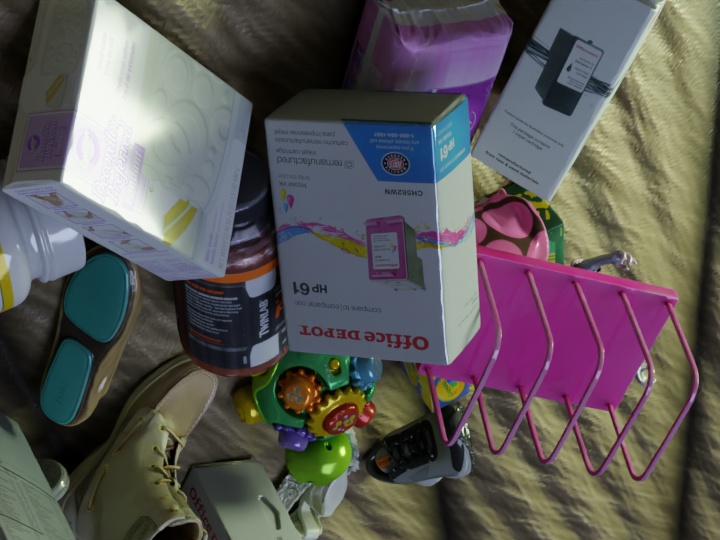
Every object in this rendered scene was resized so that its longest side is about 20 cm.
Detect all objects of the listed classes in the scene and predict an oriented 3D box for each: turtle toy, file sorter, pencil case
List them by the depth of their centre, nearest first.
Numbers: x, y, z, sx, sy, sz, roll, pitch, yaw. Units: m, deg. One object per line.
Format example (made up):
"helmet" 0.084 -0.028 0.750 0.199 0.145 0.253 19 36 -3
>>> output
"file sorter" 0.170 0.088 1.426 0.198 0.126 0.140 12 125 -17
"pencil case" 0.063 -0.018 1.468 0.198 0.095 0.091 -8 162 -30
"turtle toy" -0.041 0.125 1.606 0.144 0.101 0.201 -19 142 -23

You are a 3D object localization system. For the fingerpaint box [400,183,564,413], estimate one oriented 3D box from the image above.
"fingerpaint box" 0.118 0.029 1.657 0.166 0.074 0.201 -27 145 -14

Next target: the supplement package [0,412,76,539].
"supplement package" -0.354 0.231 1.370 0.191 0.201 0.147 -37 147 4

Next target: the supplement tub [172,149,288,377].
"supplement tub" -0.107 -0.008 1.386 0.106 0.107 0.201 -23 144 -18

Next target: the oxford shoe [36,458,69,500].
"oxford shoe" -0.340 0.236 1.495 0.199 0.075 0.058 -33 124 8

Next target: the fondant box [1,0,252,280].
"fondant box" -0.163 -0.092 1.207 0.058 0.146 0.200 -3 160 31

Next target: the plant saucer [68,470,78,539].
"plant saucer" -0.281 0.254 1.613 0.199 0.032 0.201 -24 144 -19

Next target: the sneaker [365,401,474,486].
"sneaker" 0.064 0.193 1.762 0.078 0.075 0.200 -7 164 -21

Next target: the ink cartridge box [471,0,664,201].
"ink cartridge box" 0.185 -0.182 1.402 0.201 0.083 0.147 -63 174 33

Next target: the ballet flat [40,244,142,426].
"ballet flat" -0.222 0.045 1.404 0.063 0.068 0.201 -38 162 -53

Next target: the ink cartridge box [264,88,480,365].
"ink cartridge box" 0.012 -0.034 1.317 0.085 0.143 0.202 -47 136 -58

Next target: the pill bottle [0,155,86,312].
"pill bottle" -0.307 -0.012 1.199 0.198 0.115 0.115 -22 144 -21

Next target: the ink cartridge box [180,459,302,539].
"ink cartridge box" -0.145 0.315 1.702 0.087 0.146 0.201 0 133 -39

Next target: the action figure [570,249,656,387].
"action figure" 0.204 0.057 1.611 0.147 0.136 0.200 -11 176 13

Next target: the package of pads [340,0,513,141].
"package of pads" 0.044 -0.141 1.388 0.119 0.076 0.201 -9 137 -28

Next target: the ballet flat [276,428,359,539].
"ballet flat" -0.057 0.247 1.771 0.071 0.072 0.201 -3 134 -39

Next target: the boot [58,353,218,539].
"boot" -0.174 0.182 1.489 0.200 0.155 0.073 -48 130 -7
